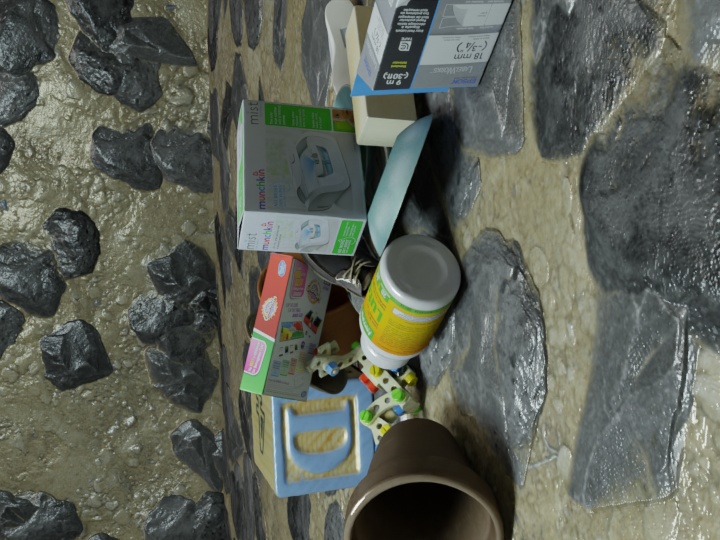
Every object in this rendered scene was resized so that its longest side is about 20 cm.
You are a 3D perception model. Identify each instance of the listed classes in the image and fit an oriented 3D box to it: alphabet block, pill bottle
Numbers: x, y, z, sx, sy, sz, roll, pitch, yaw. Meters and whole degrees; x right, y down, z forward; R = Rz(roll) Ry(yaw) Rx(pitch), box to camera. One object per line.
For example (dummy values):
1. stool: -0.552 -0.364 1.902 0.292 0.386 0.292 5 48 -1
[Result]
1. alphabet block: -0.092 0.280 1.637 0.200 0.191 0.202 -161 70 -72
2. pill bottle: 0.059 0.052 1.228 0.201 0.108 0.113 111 150 -53

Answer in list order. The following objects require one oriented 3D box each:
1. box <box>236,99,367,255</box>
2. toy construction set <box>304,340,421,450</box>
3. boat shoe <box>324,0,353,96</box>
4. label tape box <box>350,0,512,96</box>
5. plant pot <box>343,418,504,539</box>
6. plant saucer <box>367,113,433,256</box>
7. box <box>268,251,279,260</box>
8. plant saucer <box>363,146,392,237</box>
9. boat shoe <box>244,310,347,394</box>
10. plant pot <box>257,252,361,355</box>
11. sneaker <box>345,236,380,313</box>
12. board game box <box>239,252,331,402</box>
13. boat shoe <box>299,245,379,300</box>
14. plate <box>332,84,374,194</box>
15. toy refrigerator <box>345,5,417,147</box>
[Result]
1. box: -0.090 -0.132 1.276 0.097 0.172 0.204 113 157 -55
2. toy construction set: 0.013 0.173 1.353 0.200 0.132 0.092 42 -178 24
3. boat shoe: -0.022 -0.351 1.487 0.069 0.070 0.204 71 -177 -73
4. label tape box: 0.079 -0.260 1.047 0.202 0.141 0.064 109 149 -52
5. plant pot: 0.075 0.288 1.146 0.176 0.195 0.204 -92 6 -63
6. plant saucer: 0.046 -0.120 1.199 0.201 0.038 0.205 -159 89 -89
7. box: -0.111 0.011 1.776 0.200 0.105 0.152 165 101 -72
8. plant saucer: 0.030 -0.154 1.379 0.200 0.049 0.205 175 90 -73
9. boat shoe: -0.114 0.138 1.451 0.073 0.199 0.068 -53 15 -14
10. plant pot: -0.070 0.064 1.550 0.201 0.196 0.142 -116 12 -50
11. sneaker: -0.013 -0.015 1.431 0.200 0.079 0.130 53 -178 -24
12. board game box: -0.107 0.090 1.346 0.153 0.039 0.205 30 -108 -65
13. boat shoe: 0.000 0.000 1.320 0.076 0.198 0.073 -63 24 -9
14. plate: -0.011 -0.185 1.381 0.200 0.025 0.206 176 90 -72
15. toy refrigerator: 0.027 -0.279 1.286 0.070 0.074 0.204 117 150 -59
